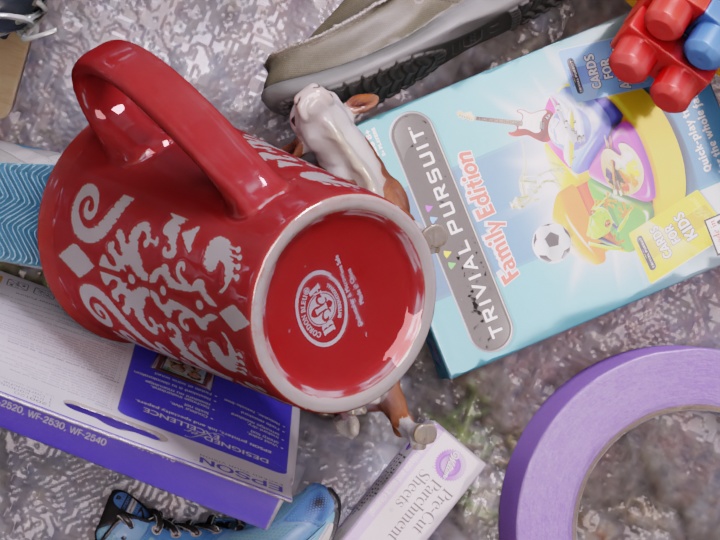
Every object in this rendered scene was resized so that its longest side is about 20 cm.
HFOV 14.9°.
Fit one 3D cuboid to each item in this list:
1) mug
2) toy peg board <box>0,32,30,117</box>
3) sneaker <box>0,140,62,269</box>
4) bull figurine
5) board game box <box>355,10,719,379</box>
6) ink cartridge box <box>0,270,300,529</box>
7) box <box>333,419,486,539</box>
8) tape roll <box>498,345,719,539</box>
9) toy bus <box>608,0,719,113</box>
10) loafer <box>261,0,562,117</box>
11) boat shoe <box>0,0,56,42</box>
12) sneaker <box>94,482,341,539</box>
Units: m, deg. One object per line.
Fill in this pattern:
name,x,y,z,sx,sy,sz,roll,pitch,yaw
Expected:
mug,-0.075,-0.014,1.377,0.177,0.200,0.134,33,85,-35
toy peg board,-0.255,-0.211,1.493,0.199,0.098,0.200,16,102,-4
sneaker,-0.223,-0.042,1.493,0.199,0.081,0.077,17,89,-4
bull figurine,0.000,0.000,1.480,0.065,0.121,0.201,-10,117,-15
board game box,0.110,-0.047,1.546,0.199,0.047,0.152,-23,92,-6
ink cartridge box,-0.129,0.070,1.443,0.197,0.200,0.044,21,103,-5
box,-0.008,0.172,1.534,0.041,0.039,0.200,40,85,-5
tape roll,0.180,0.143,1.542,0.199,0.066,0.202,0,89,-6
toy bus,0.177,-0.188,1.484,0.200,0.136,0.192,38,64,-3
loafer,0.028,-0.147,1.533,0.199,0.075,0.070,-26,80,-10
boat shoe,-0.194,-0.143,1.414,0.199,0.075,0.062,-20,101,5
sneaker,-0.105,0.157,1.506,0.199,0.078,0.090,-23,88,-6
